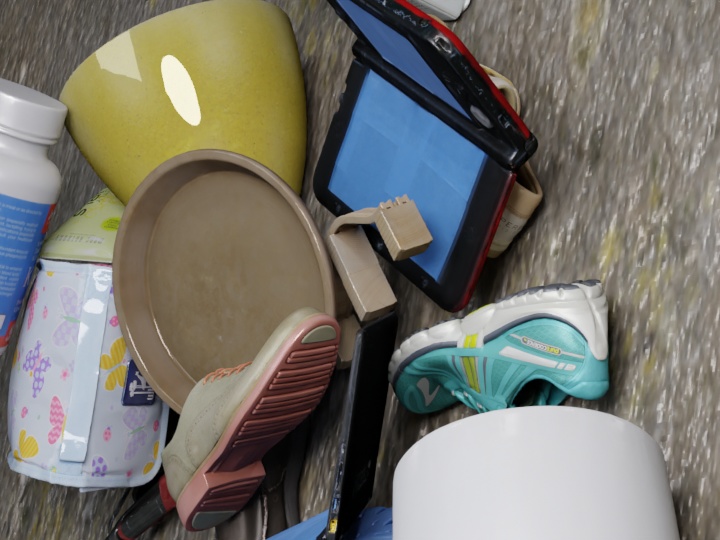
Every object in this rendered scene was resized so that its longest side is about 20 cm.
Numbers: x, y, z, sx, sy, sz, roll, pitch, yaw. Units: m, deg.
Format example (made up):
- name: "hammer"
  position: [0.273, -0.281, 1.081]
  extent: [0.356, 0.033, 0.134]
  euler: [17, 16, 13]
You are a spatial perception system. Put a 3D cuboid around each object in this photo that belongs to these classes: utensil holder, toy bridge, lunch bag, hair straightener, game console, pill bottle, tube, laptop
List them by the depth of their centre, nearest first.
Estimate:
- name: "utensil holder"
  position: [0.096, 0.197, 1.014]
  extent: [0.170, 0.169, 0.202]
  euler: [-36, 44, 39]
- name: "laptop"
  position: [-0.054, 0.122, 1.209]
  extent: [0.187, 0.115, 0.202]
  euler: [-18, -63, -83]
- name: "game console"
  position: [0.010, -0.098, 1.239]
  extent: [0.119, 0.172, 0.200]
  euler: [-47, 43, -3]
- name: "toy bridge"
  position: [0.000, 0.000, 1.291]
  extent: [0.068, 0.027, 0.200]
  euler: [64, 157, 18]
- name: "pill bottle"
  position: [-0.294, -0.043, 1.460]
  extent: [0.112, 0.111, 0.202]
  euler: [35, 107, 56]
- name: "lunch bag"
  position: [-0.209, 0.081, 1.481]
  extent: [0.200, 0.126, 0.172]
  euler: [166, 112, -81]
- name: "hair straightener"
  position: [-0.144, 0.165, 1.501]
  extent: [0.200, 0.041, 0.077]
  euler: [-47, 17, 37]
- name: "tube"
  position: [-0.192, -0.052, 1.569]
  extent: [0.058, 0.052, 0.200]
  euler: [-41, 5, 34]

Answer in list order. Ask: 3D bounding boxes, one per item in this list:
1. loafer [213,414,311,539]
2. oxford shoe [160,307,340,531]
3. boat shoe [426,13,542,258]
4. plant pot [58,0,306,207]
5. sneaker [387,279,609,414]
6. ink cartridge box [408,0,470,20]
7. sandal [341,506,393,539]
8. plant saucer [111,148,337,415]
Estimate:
- name: "loafer"
  position: [-0.087, 0.167, 1.374]
  extent: [0.073, 0.071, 0.202]
  euler: [-24, 53, 46]
- name: "oxford shoe"
  position: [-0.084, 0.088, 1.284]
  extent: [0.074, 0.070, 0.201]
  euler: [54, 124, 28]
- name: "boat shoe"
  position: [0.079, -0.105, 1.301]
  extent: [0.069, 0.073, 0.201]
  euler: [-40, 52, 31]
- name: "plant pot"
  position: [-0.120, -0.097, 1.495]
  extent: [0.200, 0.199, 0.143]
  euler: [-38, 68, 37]
- name: "sneaker"
  position: [0.084, 0.065, 1.191]
  extent: [0.200, 0.077, 0.081]
  euler: [-26, 71, 55]
- name: "ink cartridge box"
  position: [-0.002, -0.286, 1.398]
  extent: [0.083, 0.199, 0.147]
  euler: [6, 76, 58]
- name: "sandal"
  position: [0.016, 0.188, 1.198]
  extent: [0.200, 0.086, 0.080]
  euler: [4, 75, 64]
- name: "plant saucer"
  position: [-0.093, 0.014, 1.337]
  extent: [0.198, 0.029, 0.202]
  euler: [7, 102, 34]
